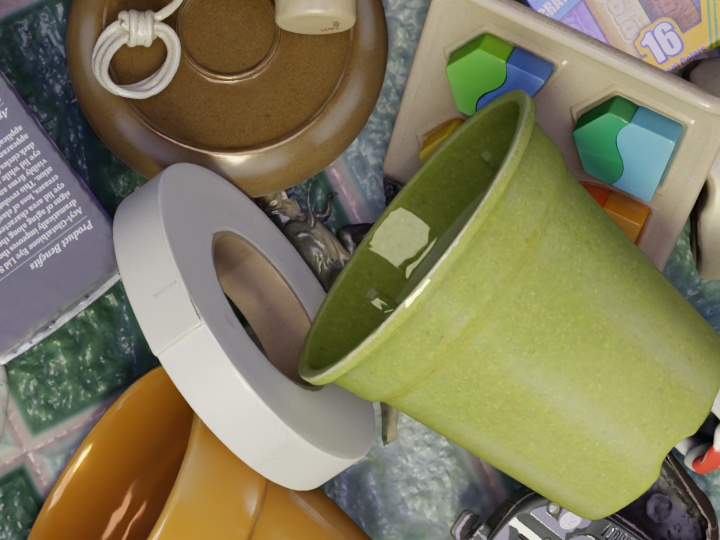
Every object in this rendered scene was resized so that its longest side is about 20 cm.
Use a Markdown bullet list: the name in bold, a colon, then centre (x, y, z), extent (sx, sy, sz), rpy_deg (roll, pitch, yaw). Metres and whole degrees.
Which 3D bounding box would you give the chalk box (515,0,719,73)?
- **chalk box**: centre (0.130, -0.202, 1.371), extent (0.123, 0.124, 0.201), rpy_deg (-30, 94, -5)

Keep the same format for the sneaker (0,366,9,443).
- **sneaker**: centre (-0.308, 0.067, 1.358), extent (0.199, 0.070, 0.081), rpy_deg (14, 72, -8)

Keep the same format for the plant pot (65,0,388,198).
- **plant pot**: centre (-0.081, -0.144, 1.375), extent (0.198, 0.027, 0.202), rpy_deg (1, 77, -4)

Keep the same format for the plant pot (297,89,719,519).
- **plant pot**: centre (0.097, 0.034, 1.260), extent (0.184, 0.200, 0.201), rpy_deg (38, 86, -11)

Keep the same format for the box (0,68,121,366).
- **box**: centre (-0.227, -0.053, 1.320), extent (0.104, 0.148, 0.200), rpy_deg (-37, 95, -5)

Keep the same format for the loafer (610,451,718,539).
- **loafer**: centre (0.155, 0.108, 1.400), extent (0.200, 0.071, 0.073), rpy_deg (43, 85, -5)

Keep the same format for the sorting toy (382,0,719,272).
- **sorting toy**: centre (0.108, -0.070, 1.322), extent (0.184, 0.200, 0.037), rpy_deg (26, 56, 7)

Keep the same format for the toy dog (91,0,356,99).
- **toy dog**: centre (-0.083, -0.193, 1.322), extent (0.199, 0.096, 0.133), rpy_deg (-18, 79, -8)

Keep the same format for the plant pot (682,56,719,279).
- **plant pot**: centre (0.290, -0.068, 1.368), extent (0.182, 0.200, 0.202), rpy_deg (-3, 90, 5)

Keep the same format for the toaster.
- **toaster**: centre (0.141, 0.214, 1.369), extent (0.200, 0.129, 0.114), rpy_deg (36, 87, -4)

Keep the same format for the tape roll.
- **tape roll**: centre (-0.065, 0.031, 1.290), extent (0.037, 0.203, 0.203), rpy_deg (-33, 94, 18)

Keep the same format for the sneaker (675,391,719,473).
- **sneaker**: centre (0.235, 0.098, 1.384), extent (0.199, 0.070, 0.094), rpy_deg (25, 44, -10)

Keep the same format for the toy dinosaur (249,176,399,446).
- **toy dinosaur**: centre (0.000, 0.000, 1.395), extent (0.088, 0.047, 0.201), rpy_deg (-31, 92, 11)

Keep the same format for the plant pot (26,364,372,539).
- **plant pot**: centre (-0.080, 0.184, 1.326), extent (0.183, 0.200, 0.201), rpy_deg (33, 86, -21)
